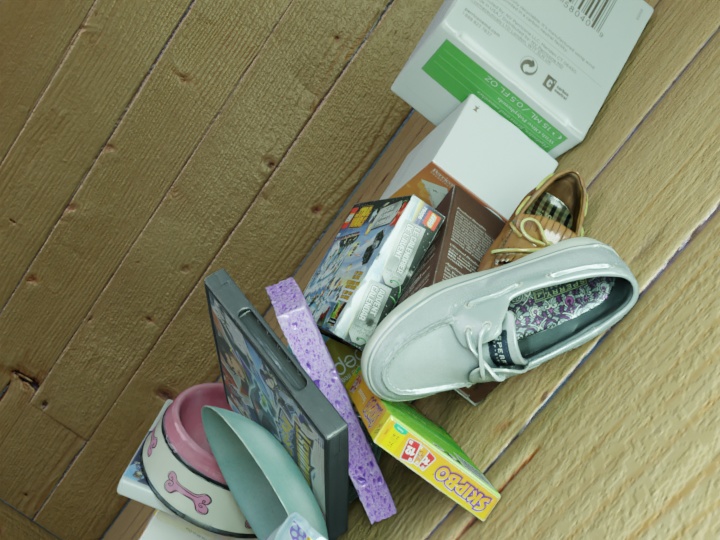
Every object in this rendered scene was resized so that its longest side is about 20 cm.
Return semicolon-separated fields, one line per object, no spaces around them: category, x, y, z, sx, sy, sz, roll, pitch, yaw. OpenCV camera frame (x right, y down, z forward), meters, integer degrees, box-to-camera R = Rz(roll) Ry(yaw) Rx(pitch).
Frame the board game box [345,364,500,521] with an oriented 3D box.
board game box;0.039;0.123;0.686;0.030;0.095;0.200;-53;8;2

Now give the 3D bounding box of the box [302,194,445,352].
box;0.000;0.000;0.852;0.138;0.040;0.200;-60;14;-6

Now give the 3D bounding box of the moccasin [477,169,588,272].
moccasin;0.149;-0.017;0.732;0.202;0.073;0.078;-50;-6;-47

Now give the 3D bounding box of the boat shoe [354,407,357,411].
boat shoe;-0.049;0.180;1.097;0.068;0.075;0.199;-22;3;-22

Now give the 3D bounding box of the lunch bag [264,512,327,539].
lunch bag;-0.085;0.300;0.610;0.170;0.127;0.200;-48;1;28

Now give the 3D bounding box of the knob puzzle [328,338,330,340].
knob puzzle;0.017;0.082;1.098;0.219;0.030;0.220;-44;-15;-15

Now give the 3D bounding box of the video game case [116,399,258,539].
video game case;-0.164;0.239;1.051;0.183;0.197;0.023;-76;10;-69

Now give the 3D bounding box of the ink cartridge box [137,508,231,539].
ink cartridge box;-0.210;0.343;1.112;0.202;0.124;0.129;-60;3;-33

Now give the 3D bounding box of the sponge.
sponge;-0.027;0.110;0.777;0.029;0.203;0.112;-24;15;-6

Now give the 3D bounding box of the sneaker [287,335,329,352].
sneaker;-0.006;0.061;1.199;0.199;0.080;0.130;-42;-6;16

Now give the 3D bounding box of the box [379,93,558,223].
box;0.114;-0.094;1.035;0.098;0.124;0.200;-57;8;-21

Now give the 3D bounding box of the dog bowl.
dog bowl;-0.144;0.205;1.017;0.201;0.197;0.075;-75;8;-69

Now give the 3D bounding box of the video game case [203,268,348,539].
video game case;-0.071;0.123;0.778;0.025;0.181;0.202;-29;-32;-22

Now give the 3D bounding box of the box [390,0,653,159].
box;0.179;-0.251;1.020;0.202;0.198;0.171;-57;8;-19

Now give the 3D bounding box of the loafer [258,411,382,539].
loafer;-0.045;0.221;0.897;0.202;0.071;0.063;-56;2;7

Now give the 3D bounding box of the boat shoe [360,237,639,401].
boat shoe;0.094;0.037;0.606;0.198;0.071;0.072;-25;17;-1

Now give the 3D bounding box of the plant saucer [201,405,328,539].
plant saucer;-0.075;0.200;0.795;0.038;0.203;0.201;-28;-2;-22

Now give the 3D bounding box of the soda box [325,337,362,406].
soda box;-0.009;0.099;0.924;0.199;0.068;0.064;-32;-8;-40

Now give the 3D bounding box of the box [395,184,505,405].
box;0.093;0.014;0.800;0.075;0.099;0.201;-49;9;31
